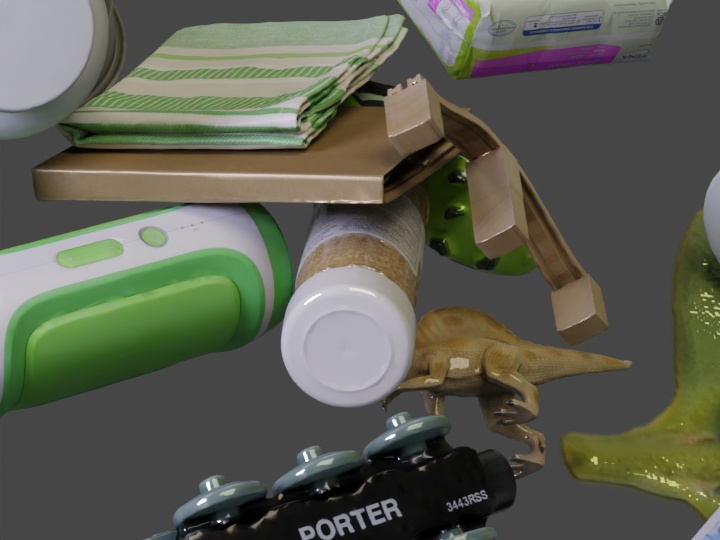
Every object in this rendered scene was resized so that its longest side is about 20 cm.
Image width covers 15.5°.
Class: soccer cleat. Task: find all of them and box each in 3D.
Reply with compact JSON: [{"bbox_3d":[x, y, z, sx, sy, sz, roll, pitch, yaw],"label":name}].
[{"bbox_3d":[0.031,-0.067,1.535,0.199,0.068,0.081,33,34,17],"label":"soccer cleat"}]

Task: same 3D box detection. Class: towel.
[{"bbox_3d":[-0.069,-0.107,1.480,0.151,0.024,0.200,0,21,18],"label":"towel"}]

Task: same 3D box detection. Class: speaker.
[{"bbox_3d":[-0.135,0.018,1.364,0.199,0.089,0.089,-16,52,-33],"label":"speaker"}]

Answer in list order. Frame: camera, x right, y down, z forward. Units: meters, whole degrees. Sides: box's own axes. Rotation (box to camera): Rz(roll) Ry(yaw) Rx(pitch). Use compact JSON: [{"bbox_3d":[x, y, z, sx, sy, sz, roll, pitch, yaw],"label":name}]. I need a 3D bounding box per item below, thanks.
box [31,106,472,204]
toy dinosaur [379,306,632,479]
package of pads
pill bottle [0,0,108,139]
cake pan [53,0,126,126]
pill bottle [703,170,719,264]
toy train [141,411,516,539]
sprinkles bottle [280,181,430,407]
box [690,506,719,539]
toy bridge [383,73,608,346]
[{"bbox_3d":[-0.055,-0.063,1.432,0.199,0.021,0.163,2,16,19],"label":"box"},{"bbox_3d":[0.072,0.056,1.420,0.199,0.058,0.101,2,43,-18],"label":"toy dinosaur"},{"bbox_3d":[0.084,-0.209,1.702,0.154,0.068,0.200,-7,47,-28],"label":"package of pads"},{"bbox_3d":[-0.191,-0.124,1.385,0.110,0.112,0.200,7,2,-13],"label":"pill bottle"},{"bbox_3d":[-0.232,-0.158,1.556,0.199,0.037,0.201,10,42,-10],"label":"cake pan"},{"bbox_3d":[0.295,-0.064,1.586,0.114,0.115,0.200,36,44,19],"label":"pill bottle"},{"bbox_3d":[-0.022,0.134,1.262,0.199,0.114,0.086,-16,74,-29],"label":"toy train"},{"bbox_3d":[0.000,0.000,1.404,0.068,0.069,0.200,16,24,-3],"label":"sprinkles bottle"},{"bbox_3d":[0.249,0.194,1.277,0.101,0.113,0.200,9,37,-43],"label":"box"},{"bbox_3d":[0.073,-0.038,1.411,0.200,0.027,0.068,47,26,-40],"label":"toy bridge"}]
